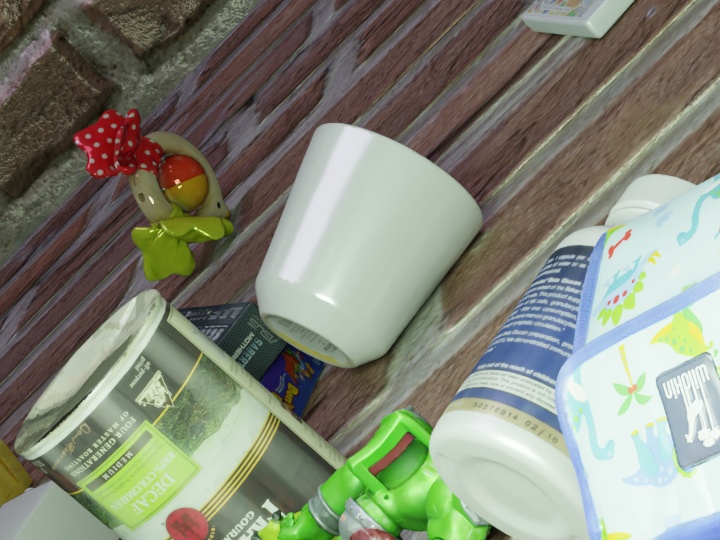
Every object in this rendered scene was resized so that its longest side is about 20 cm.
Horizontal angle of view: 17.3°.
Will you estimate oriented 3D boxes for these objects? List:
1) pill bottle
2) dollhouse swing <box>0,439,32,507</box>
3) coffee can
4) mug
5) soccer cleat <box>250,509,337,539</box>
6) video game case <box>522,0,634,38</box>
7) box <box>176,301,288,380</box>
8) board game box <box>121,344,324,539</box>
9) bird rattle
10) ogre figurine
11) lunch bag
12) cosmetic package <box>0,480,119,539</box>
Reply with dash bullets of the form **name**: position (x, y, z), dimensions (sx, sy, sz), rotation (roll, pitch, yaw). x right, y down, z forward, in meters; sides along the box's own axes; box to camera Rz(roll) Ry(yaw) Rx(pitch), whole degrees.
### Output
- **pill bottle**: position (0.133, 0.047, 1.286), dimensions (0.200, 0.111, 0.111), rotation (-54, 15, -24)
- **dollhouse swing**: position (-0.471, 0.248, 2.435), dimensions (0.182, 0.176, 0.200), rotation (-32, 22, 48)
- **coffee can**: position (-0.115, 0.131, 1.617), dimensions (0.146, 0.200, 0.146), rotation (-45, 14, 14)
- **mug**: position (0.004, -0.001, 1.835), dimensions (0.149, 0.187, 0.153), rotation (16, 70, 39)
- **soccer cleat**: position (-0.050, 0.210, 1.490), dimensions (0.067, 0.081, 0.200), rotation (5, 25, 31)
- **video game case**: position (0.232, -0.279, 2.068), dimensions (0.182, 0.023, 0.200), rotation (-48, 13, -3)
- **box**: position (-0.151, 0.102, 1.933), dimensions (0.158, 0.051, 0.200), rotation (-52, 15, -17)
- **board game box**: position (-0.111, 0.149, 1.884), dimensions (0.134, 0.045, 0.200), rotation (-39, 16, 34)
- **bird rattle**: position (-0.222, -0.093, 2.617), dimensions (0.113, 0.200, 0.163), rotation (-39, -8, 31)
- **ogre figurine**: position (0.022, 0.151, 1.371), dimensions (0.120, 0.098, 0.200), rotation (-56, 6, 3)
- **lunch bag**: position (0.188, 0.045, 1.126), dimensions (0.170, 0.127, 0.200), rotation (-32, 34, 43)
- **cosmetic package**: position (-0.306, 0.286, 2.016), dimensions (0.108, 0.085, 0.200), rotation (-27, 24, 54)
